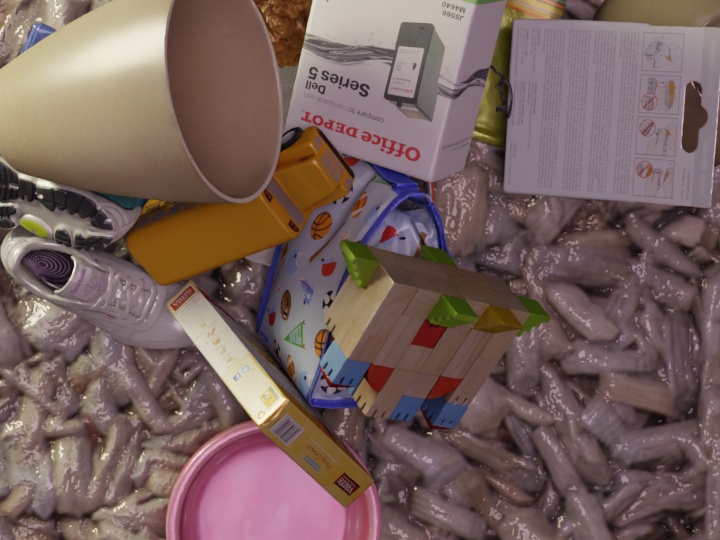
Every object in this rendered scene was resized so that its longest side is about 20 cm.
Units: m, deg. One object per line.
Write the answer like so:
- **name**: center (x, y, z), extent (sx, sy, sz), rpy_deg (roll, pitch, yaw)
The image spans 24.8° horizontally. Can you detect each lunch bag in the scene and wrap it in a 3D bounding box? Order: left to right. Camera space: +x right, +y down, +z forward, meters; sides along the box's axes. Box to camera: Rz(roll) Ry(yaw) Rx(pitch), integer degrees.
- **lunch bag**: center (0.000, 0.000, 1.432), extent (0.123, 0.170, 0.201), rpy_deg (5, 107, -25)

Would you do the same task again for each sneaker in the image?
- **sneaker**: center (-0.282, -0.076, 1.431), extent (0.199, 0.080, 0.078), rpy_deg (22, 127, 14)
- **sneaker**: center (-0.227, 0.023, 1.453), extent (0.199, 0.100, 0.075), rpy_deg (22, 92, -12)

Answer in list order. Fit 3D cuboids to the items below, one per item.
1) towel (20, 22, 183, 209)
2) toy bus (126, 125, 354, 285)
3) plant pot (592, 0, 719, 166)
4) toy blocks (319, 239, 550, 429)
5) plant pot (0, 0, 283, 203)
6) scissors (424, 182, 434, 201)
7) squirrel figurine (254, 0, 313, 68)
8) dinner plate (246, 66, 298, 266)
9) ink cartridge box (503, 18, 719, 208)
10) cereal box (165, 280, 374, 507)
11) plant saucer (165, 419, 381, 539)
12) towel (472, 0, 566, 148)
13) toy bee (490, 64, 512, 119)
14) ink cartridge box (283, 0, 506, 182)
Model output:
- **towel**: center (-0.217, -0.126, 1.443), extent (0.199, 0.024, 0.145), rpy_deg (24, 130, -12)
- **toy bus**: center (-0.104, -0.054, 1.409), extent (0.199, 0.078, 0.065), rpy_deg (-19, 121, 35)
- **plant pot**: center (0.320, -0.191, 1.519), extent (0.199, 0.134, 0.201), rpy_deg (-1, 94, -10)
- **toy blocks**: center (0.039, 0.062, 1.333), extent (0.199, 0.100, 0.137), rpy_deg (13, 118, -39)
- **plant pot**: center (-0.193, -0.137, 1.321), extent (0.199, 0.187, 0.188), rpy_deg (-6, 96, 24)
- **scissors**: center (0.053, -0.016, 1.542), extent (0.073, 0.014, 0.201), rpy_deg (-23, 105, -25)
- **squirrel figurine**: center (-0.119, -0.245, 1.426), extent (0.199, 0.142, 0.187), rpy_deg (23, 97, 5)
- **dinner plate**: center (-0.064, -0.102, 1.512), extent (0.199, 0.024, 0.201), rpy_deg (-1, 95, -9)
- **ink cartridge box**: center (0.230, -0.143, 1.485), extent (0.199, 0.057, 0.163), rpy_deg (6, 97, 23)
- **cereal box**: center (-0.080, 0.104, 1.413), extent (0.040, 0.200, 0.144), rpy_deg (-43, 133, 0)
- **plant saucer**: center (-0.082, 0.233, 1.520), extent (0.199, 0.051, 0.202), rpy_deg (-1, 95, -11)
- **towel**: center (0.142, -0.219, 1.543), extent (0.086, 0.018, 0.201), rpy_deg (16, 91, -10)
- **toy bee**: center (0.072, -0.231, 1.463), extent (0.108, 0.200, 0.131), rpy_deg (-2, 126, -3)
- **ink cartridge box**: center (0.033, -0.192, 1.383), extent (0.145, 0.084, 0.201), rpy_deg (19, 108, 18)
